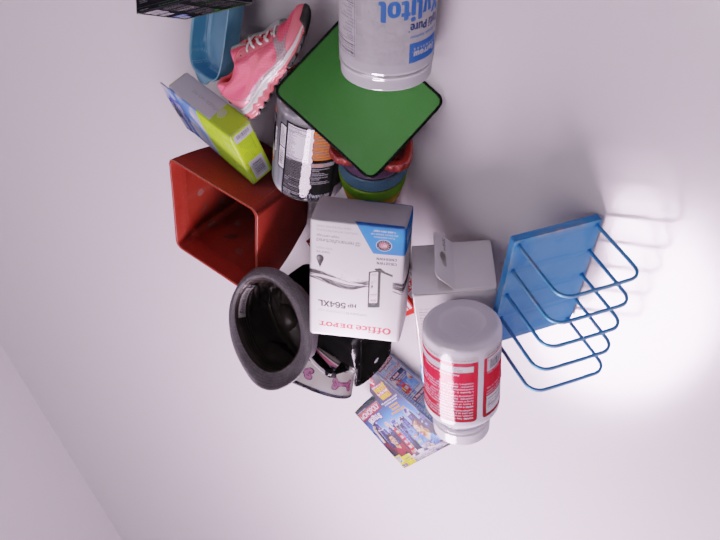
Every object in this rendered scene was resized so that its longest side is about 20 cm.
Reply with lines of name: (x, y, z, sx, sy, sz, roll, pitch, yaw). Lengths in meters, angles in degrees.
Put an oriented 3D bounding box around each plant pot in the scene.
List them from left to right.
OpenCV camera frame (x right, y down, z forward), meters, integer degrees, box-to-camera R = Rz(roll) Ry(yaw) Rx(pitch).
plant pot: (-0.195, -0.114, 1.538, 0.199, 0.176, 0.201, 31, 140, 23)

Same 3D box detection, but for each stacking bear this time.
stacking bear: (0.018, -0.137, 1.361, 0.120, 0.114, 0.201, 8, 144, 5)

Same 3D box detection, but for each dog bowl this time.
dog bowl: (-0.094, 0.168, 1.688, 0.199, 0.200, 0.074, 27, 96, 26)

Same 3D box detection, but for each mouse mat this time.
mouse mat: (-0.003, -0.249, 1.259, 0.200, 0.161, 0.008, 43, 176, 8)

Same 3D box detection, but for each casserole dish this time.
casserole dish: (-0.224, -0.393, 1.387, 0.121, 0.039, 0.201, 39, 126, 44)

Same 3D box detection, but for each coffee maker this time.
coffee maker: (-0.046, 0.071, 1.535, 0.199, 0.134, 0.193, 28, 114, 26)

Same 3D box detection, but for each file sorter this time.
file sorter: (0.274, 0.050, 1.203, 0.201, 0.138, 0.123, 95, 154, -44)

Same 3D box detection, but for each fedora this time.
fedora: (-0.129, 0.091, 1.459, 0.177, 0.090, 0.201, -40, 70, 31)

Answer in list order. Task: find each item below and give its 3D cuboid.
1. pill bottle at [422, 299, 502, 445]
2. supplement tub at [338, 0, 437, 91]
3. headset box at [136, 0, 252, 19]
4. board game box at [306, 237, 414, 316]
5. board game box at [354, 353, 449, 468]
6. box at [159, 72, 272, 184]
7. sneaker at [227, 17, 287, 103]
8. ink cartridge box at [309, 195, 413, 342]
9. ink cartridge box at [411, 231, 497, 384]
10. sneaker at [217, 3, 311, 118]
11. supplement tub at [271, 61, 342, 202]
pill bottle: (0.145, 0.151, 1.266, 0.112, 0.112, 0.201, 22, 133, 31)
supplement tub: (0.035, -0.351, 1.138, 0.131, 0.132, 0.201, 26, 138, 27)
headset box: (-0.249, -0.484, 1.288, 0.173, 0.092, 0.202, 3, 98, 44)
board game box: (0.013, -0.003, 1.531, 0.201, 0.046, 0.151, 54, 144, -7)
board game box: (0.079, 0.262, 1.683, 0.200, 0.062, 0.200, 49, 143, 2)
box: (-0.235, -0.237, 1.438, 0.200, 0.048, 0.122, 40, 165, 32)
sneaker: (-0.174, -0.347, 1.404, 0.200, 0.070, 0.081, -34, 78, 48)
ink cartridge box: (0.000, 0.000, 1.336, 0.145, 0.084, 0.201, 6, 120, 7)
ink cartridge box: (0.145, 0.053, 1.343, 0.124, 0.129, 0.201, -5, 126, 5)
sneaker: (-0.146, -0.318, 1.302, 0.086, 0.074, 0.200, 30, 122, -15)
supplement tub: (-0.074, -0.216, 1.372, 0.122, 0.122, 0.201, 33, 140, 20)
